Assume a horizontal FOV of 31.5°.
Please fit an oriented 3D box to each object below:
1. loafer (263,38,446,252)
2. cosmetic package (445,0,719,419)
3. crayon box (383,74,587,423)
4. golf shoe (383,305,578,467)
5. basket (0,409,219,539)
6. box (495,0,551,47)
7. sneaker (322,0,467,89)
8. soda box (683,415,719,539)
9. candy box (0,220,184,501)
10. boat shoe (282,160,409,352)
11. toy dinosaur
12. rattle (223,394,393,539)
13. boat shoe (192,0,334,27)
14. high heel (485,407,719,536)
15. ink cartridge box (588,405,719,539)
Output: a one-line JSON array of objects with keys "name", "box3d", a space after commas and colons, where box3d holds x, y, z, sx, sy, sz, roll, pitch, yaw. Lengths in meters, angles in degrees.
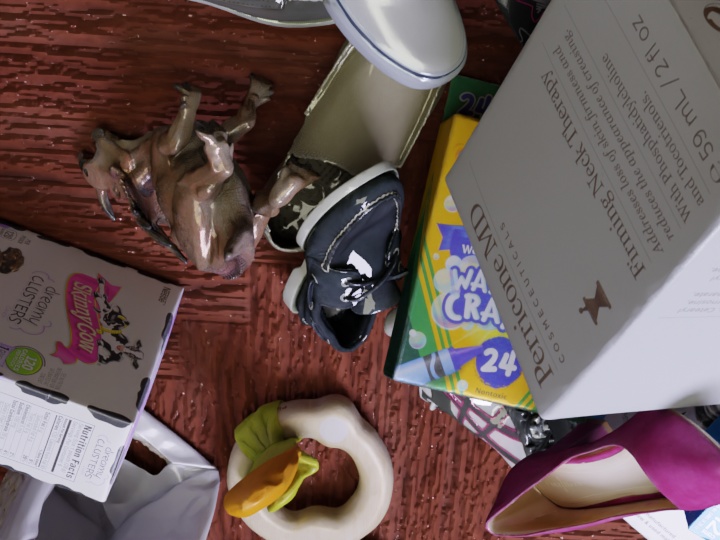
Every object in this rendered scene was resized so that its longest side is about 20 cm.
[{"name": "loafer", "box3d": [-0.003, -0.084, 0.817, 0.076, 0.068, 0.200, 27, 116, -10]}, {"name": "cosmetic package", "box3d": [0.175, -0.047, 0.648, 0.166, 0.168, 0.200, -2, 145, -26]}, {"name": "crayon box", "box3d": [0.098, -0.016, 0.803, 0.125, 0.052, 0.200, 13, 88, -7]}, {"name": "golf shoe", "box3d": [0.096, 0.087, 0.911, 0.088, 0.077, 0.200, -8, 125, 39]}, {"name": "basket", "box3d": [-0.202, 0.199, 0.908, 0.136, 0.200, 0.123, 41, 117, -17]}, {"name": "box", "box3d": [0.120, -0.214, 0.718, 0.132, 0.115, 0.200, -29, 113, 16]}, {"name": "sneaker", "box3d": [0.004, -0.195, 0.713, 0.073, 0.071, 0.200, -32, 97, -18]}, {"name": "soda box", "box3d": [0.269, 0.078, 0.723, 0.068, 0.064, 0.200, 32, 114, -11]}, {"name": "candy box", "box3d": [-0.233, 0.045, 0.843, 0.200, 0.168, 0.072, 21, 119, -8]}, {"name": "boat shoe", "box3d": [-0.002, 0.001, 0.807, 0.066, 0.074, 0.199, 56, 153, 14]}, {"name": "toy dinosaur", "box3d": [-0.101, -0.042, 0.803, 0.086, 0.200, 0.136, 9, 124, -35]}, {"name": "rattle", "box3d": [-0.026, 0.202, 0.934, 0.130, 0.143, 0.200, -15, 111, -10]}, {"name": "boat shoe", "box3d": [-0.074, -0.191, 0.761, 0.201, 0.060, 0.072, 8, 87, 0]}, {"name": "high heel", "box3d": [0.138, 0.127, 0.730, 0.096, 0.200, 0.067, -41, 101, -14]}, {"name": "ink cartridge box", "box3d": [0.250, 0.073, 0.840, 0.086, 0.147, 0.200, 38, 113, -14]}]
